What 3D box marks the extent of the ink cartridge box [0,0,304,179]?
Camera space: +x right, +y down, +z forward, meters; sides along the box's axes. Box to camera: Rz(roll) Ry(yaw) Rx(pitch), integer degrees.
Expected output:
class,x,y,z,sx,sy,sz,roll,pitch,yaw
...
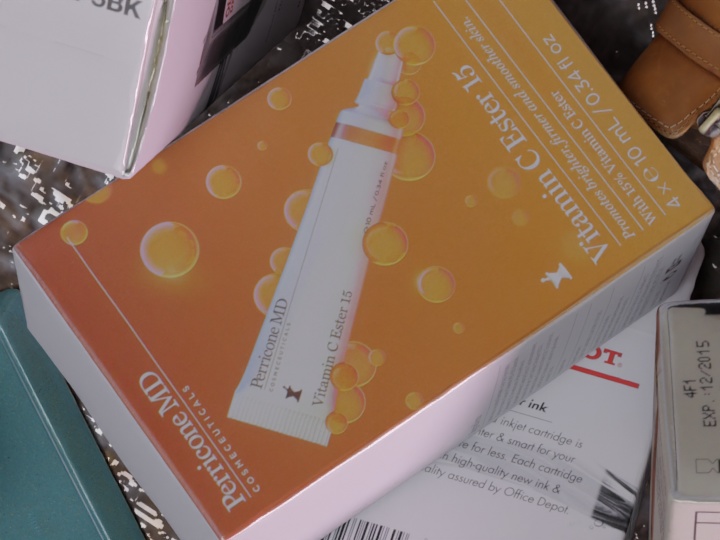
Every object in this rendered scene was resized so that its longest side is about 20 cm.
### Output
class,x,y,z,sx,sy,sz,roll,pitch,yaw
ink cartridge box,-0.106,-0.114,0.994,0.147,0.200,0.083,17,112,9

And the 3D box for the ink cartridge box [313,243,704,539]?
class,x,y,z,sx,sy,sz,roll,pitch,yaw
ink cartridge box,0.045,0.073,1.058,0.116,0.200,0.068,16,156,9

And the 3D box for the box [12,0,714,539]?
class,x,y,z,sx,sy,sz,roll,pitch,yaw
box,0.000,0.000,0.994,0.200,0.097,0.124,-34,77,-12

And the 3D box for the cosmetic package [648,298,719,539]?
class,x,y,z,sx,sy,sz,roll,pitch,yaw
cosmetic package,0.150,0.105,1.010,0.103,0.087,0.200,0,138,2

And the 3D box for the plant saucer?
class,x,y,z,sx,sy,sz,roll,pitch,yaw
plant saucer,-0.125,0.108,1.176,0.070,0.019,0.200,-21,103,21

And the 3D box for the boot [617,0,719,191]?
class,x,y,z,sx,sy,sz,roll,pitch,yaw
boot,0.191,-0.061,0.958,0.155,0.074,0.200,-50,56,4
